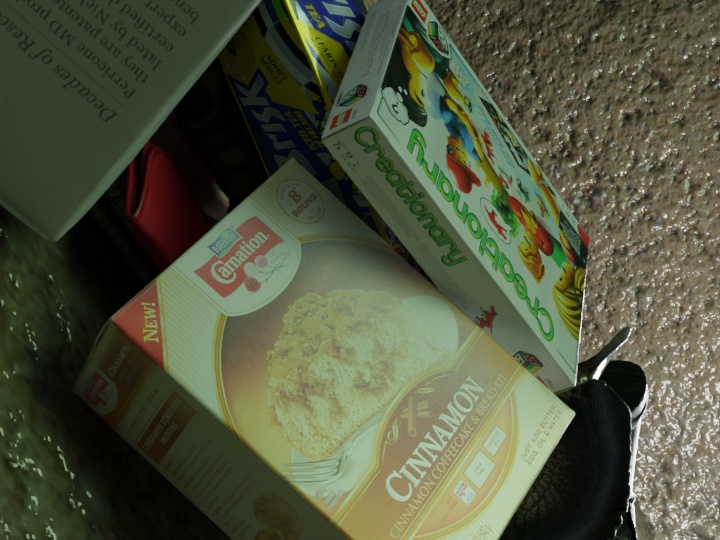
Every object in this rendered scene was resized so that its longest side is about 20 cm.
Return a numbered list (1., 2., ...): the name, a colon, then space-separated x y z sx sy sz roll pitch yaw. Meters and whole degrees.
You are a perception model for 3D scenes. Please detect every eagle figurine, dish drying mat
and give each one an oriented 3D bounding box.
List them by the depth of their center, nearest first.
1. dish drying mat: -0.084 0.011 0.716 0.077 0.018 0.201 -96 165 -45
2. eagle figurine: 0.109 0.119 0.798 0.151 0.150 0.202 22 54 -56

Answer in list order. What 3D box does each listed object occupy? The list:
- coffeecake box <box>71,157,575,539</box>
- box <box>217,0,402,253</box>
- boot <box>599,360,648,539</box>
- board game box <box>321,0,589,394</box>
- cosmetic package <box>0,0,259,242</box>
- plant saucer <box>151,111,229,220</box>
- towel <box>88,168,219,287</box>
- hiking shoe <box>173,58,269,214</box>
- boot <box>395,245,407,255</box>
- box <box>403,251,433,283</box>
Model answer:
1. coffeecake box: -0.014 0.065 0.607 0.200 0.073 0.154 42 47 2
2. box: -0.026 -0.104 0.680 0.070 0.064 0.202 -29 98 -49
3. boot: 0.192 0.186 0.958 0.199 0.073 0.164 -57 137 -55
4. board game box: 0.060 -0.041 0.670 0.200 0.034 0.127 50 35 -28
5. cosmetic package: -0.119 -0.160 0.546 0.166 0.200 0.168 41 21 -11
6. plant saucer: -0.115 -0.133 0.822 0.202 0.050 0.201 60 11 -19
7. towel: -0.139 -0.078 0.761 0.201 0.034 0.193 57 15 -29
8. hiking shoe: -0.073 -0.074 0.724 0.100 0.075 0.202 10 70 -41
9. boot: 0.000 0.000 0.860 0.073 0.144 0.200 52 -7 15
10. box: 0.031 0.050 0.842 0.049 0.160 0.201 30 33 -8
